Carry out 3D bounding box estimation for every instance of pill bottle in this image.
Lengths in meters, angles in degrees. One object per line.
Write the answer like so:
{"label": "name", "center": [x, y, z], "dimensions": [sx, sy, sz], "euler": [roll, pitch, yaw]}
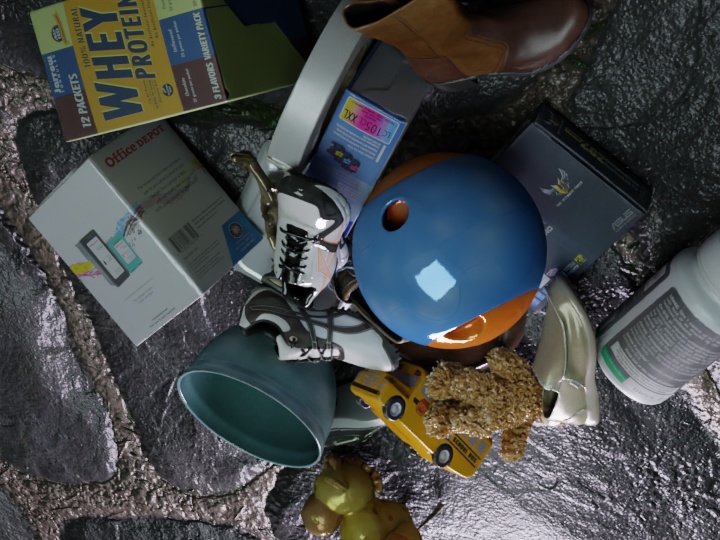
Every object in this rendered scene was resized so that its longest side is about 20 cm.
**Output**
{"label": "pill bottle", "center": [0.353, 0.048, 1.350], "dimensions": [0.113, 0.113, 0.200], "euler": [36, 130, -6]}

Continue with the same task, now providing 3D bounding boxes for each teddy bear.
{"label": "teddy bear", "center": [0.170, 0.157, 1.488], "dimensions": [0.198, 0.067, 0.146], "euler": [16, 101, -8]}

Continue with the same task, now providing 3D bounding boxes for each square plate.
{"label": "square plate", "center": [-0.067, -0.033, 1.515], "dimensions": [0.197, 0.029, 0.201], "euler": [31, 130, -1]}

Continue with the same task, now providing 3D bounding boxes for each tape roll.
{"label": "tape roll", "center": [-0.034, -0.191, 1.273], "dimensions": [0.037, 0.203, 0.203], "euler": [27, 130, 0]}

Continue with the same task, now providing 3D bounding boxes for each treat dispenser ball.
{"label": "treat dispenser ball", "center": [0.091, -0.021, 1.284], "dimensions": [0.199, 0.201, 0.202], "euler": [11, 128, 14]}

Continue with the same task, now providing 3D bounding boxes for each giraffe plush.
{"label": "giraffe plush", "center": [-0.006, 0.330, 1.667], "dimensions": [0.162, 0.200, 0.172], "euler": [46, 152, -8]}

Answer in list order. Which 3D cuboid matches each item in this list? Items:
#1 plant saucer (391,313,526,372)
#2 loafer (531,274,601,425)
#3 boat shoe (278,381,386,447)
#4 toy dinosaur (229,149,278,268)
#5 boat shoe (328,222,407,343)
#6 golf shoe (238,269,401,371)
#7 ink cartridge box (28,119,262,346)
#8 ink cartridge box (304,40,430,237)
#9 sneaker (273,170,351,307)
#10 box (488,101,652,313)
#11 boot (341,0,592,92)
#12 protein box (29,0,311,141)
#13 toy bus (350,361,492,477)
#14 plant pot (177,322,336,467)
{"label": "plant saucer", "center": [0.098, 0.056, 1.499], "dimensions": [0.198, 0.035, 0.201], "euler": [8, 130, 9]}
{"label": "loafer", "center": [0.224, 0.098, 1.394], "dimensions": [0.068, 0.076, 0.201], "euler": [-15, 120, -1]}
{"label": "boat shoe", "center": [-0.013, 0.191, 1.635], "dimensions": [0.199, 0.071, 0.064], "euler": [-13, 133, 29]}
{"label": "toy dinosaur", "center": [-0.092, -0.057, 1.438], "dimensions": [0.058, 0.101, 0.201], "euler": [-23, 135, -6]}
{"label": "boat shoe", "center": [0.000, 0.000, 1.432], "dimensions": [0.200, 0.072, 0.072], "euler": [43, 124, 3]}
{"label": "golf shoe", "center": [-0.051, 0.083, 1.472], "dimensions": [0.199, 0.095, 0.078], "euler": [26, 148, 16]}
{"label": "ink cartridge box", "center": [-0.253, -0.051, 1.481], "dimensions": [0.146, 0.147, 0.200], "euler": [-34, 98, 38]}
{"label": "ink cartridge box", "center": [-0.001, -0.132, 1.345], "dimensions": [0.076, 0.137, 0.201], "euler": [28, 130, 1]}
{"label": "sneaker", "center": [-0.054, -0.028, 1.290], "dimensions": [0.073, 0.080, 0.200], "euler": [24, 156, 17]}
{"label": "box", "center": [0.195, -0.064, 1.372], "dimensions": [0.157, 0.051, 0.200], "euler": [38, 129, -6]}
{"label": "boot", "center": [0.106, -0.245, 1.188], "dimensions": [0.187, 0.069, 0.200], "euler": [-10, 164, 26]}
{"label": "protein box", "center": [-0.187, -0.231, 1.288], "dimensions": [0.198, 0.198, 0.136], "euler": [-10, 100, 27]}
{"label": "toy bus", "center": [0.076, 0.180, 1.542], "dimensions": [0.065, 0.079, 0.200], "euler": [16, 155, 53]}
{"label": "plant pot", "center": [-0.110, 0.134, 1.568], "dimensions": [0.199, 0.135, 0.201], "euler": [22, 149, 14]}
